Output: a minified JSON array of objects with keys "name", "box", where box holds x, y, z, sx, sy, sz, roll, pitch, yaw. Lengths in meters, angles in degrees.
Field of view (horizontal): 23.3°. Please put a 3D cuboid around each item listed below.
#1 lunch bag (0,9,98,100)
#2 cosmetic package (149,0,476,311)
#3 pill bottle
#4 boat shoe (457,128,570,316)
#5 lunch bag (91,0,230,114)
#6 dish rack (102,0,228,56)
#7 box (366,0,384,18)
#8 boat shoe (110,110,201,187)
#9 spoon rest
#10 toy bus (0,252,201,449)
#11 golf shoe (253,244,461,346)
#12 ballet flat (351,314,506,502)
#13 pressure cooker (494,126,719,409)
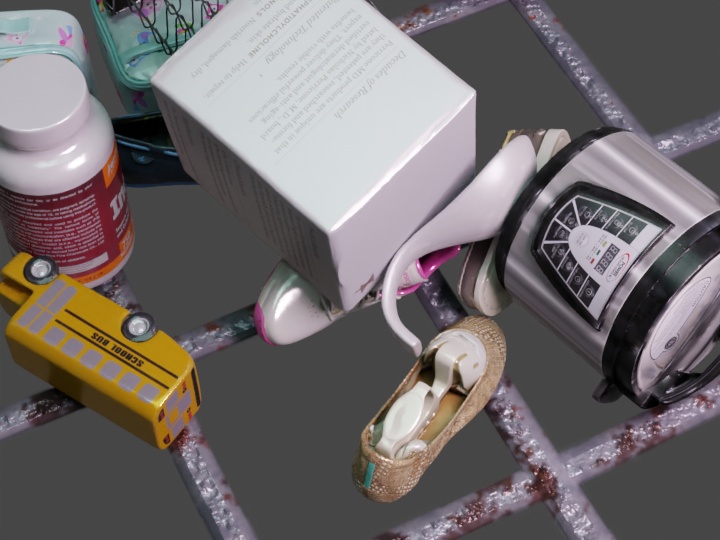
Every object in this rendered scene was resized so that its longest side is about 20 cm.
[{"name":"lunch bag","box":[-0.338,-0.158,1.562,0.198,0.161,0.078,-6,52,-3]},{"name":"cosmetic package","box":[-0.033,-0.111,1.398,0.200,0.168,0.166,41,76,17]},{"name":"pill bottle","box":[-0.258,-0.082,1.477,0.112,0.201,0.114,-1,53,2]},{"name":"boat shoe","box":[0.124,-0.045,1.517,0.059,0.072,0.201,9,56,27]},{"name":"lunch bag","box":[-0.144,-0.226,1.647,0.198,0.077,0.161,-18,53,-9]},{"name":"dish rack","box":[-0.128,-0.237,1.566,0.153,0.055,0.200,-31,59,-16]},{"name":"box","box":[-0.023,-0.127,1.555,0.199,0.044,0.161,-36,87,-25]},{"name":"boat shoe","box":[-0.137,-0.117,1.580,0.198,0.069,0.085,-13,54,-8]},{"name":"spoon rest","box":[0.078,-0.029,1.422,0.060,0.099,0.201,33,80,13]},{"name":"toy bus","box":[-0.224,0.064,1.451,0.199,0.065,0.078,28,60,21]},{"name":"golf shoe","box":[0.000,0.000,1.469,0.200,0.076,0.091,-37,35,-22]},{"name":"ballet flat","box":[0.061,0.100,1.410,0.070,0.066,0.201,25,58,17]},{"name":"pressure cooker","box":[0.231,0.000,1.410,0.178,0.177,0.200,-34,59,-25]}]
